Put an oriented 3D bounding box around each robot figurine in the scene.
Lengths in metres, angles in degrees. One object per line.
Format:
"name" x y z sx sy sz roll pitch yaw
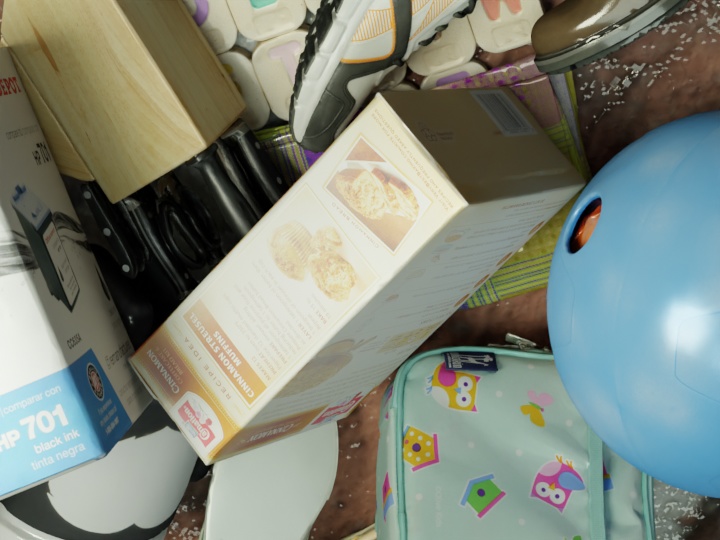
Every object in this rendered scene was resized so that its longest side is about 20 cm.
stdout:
"robot figurine" -0.147 0.085 1.182 0.149 0.125 0.201 20 116 -6

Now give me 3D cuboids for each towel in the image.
"towel" 0.035 -0.037 1.167 0.198 0.023 0.144 -15 123 9

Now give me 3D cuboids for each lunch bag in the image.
"lunch bag" 0.089 0.137 1.168 0.159 0.202 0.077 3 160 -7

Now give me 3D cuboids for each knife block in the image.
"knife block" -0.101 -0.091 1.100 0.174 0.064 0.202 17 117 10

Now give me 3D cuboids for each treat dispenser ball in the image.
"treat dispenser ball" 0.196 0.017 1.097 0.199 0.201 0.203 1 118 1

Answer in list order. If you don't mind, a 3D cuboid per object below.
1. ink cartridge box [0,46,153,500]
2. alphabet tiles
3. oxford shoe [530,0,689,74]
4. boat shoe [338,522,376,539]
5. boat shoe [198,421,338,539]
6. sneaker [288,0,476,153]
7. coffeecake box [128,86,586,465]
"ink cartridge box" -0.185 -0.001 1.025 0.085 0.146 0.202 -20 96 6
"alphabet tiles" -0.006 -0.139 1.126 0.198 0.015 0.197 -17 115 10
"oxford shoe" 0.154 -0.182 1.075 0.200 0.073 0.084 -43 100 12
"boat shoe" 0.003 0.191 1.255 0.200 0.069 0.074 -43 85 16
"boat shoe" -0.065 0.157 1.247 0.070 0.064 0.202 16 93 -7
"sneaker" 0.026 -0.140 1.075 0.079 0.074 0.201 24 115 -13
"coffeecake box" 0.000 0.000 1.082 0.200 0.153 0.073 -45 75 24
